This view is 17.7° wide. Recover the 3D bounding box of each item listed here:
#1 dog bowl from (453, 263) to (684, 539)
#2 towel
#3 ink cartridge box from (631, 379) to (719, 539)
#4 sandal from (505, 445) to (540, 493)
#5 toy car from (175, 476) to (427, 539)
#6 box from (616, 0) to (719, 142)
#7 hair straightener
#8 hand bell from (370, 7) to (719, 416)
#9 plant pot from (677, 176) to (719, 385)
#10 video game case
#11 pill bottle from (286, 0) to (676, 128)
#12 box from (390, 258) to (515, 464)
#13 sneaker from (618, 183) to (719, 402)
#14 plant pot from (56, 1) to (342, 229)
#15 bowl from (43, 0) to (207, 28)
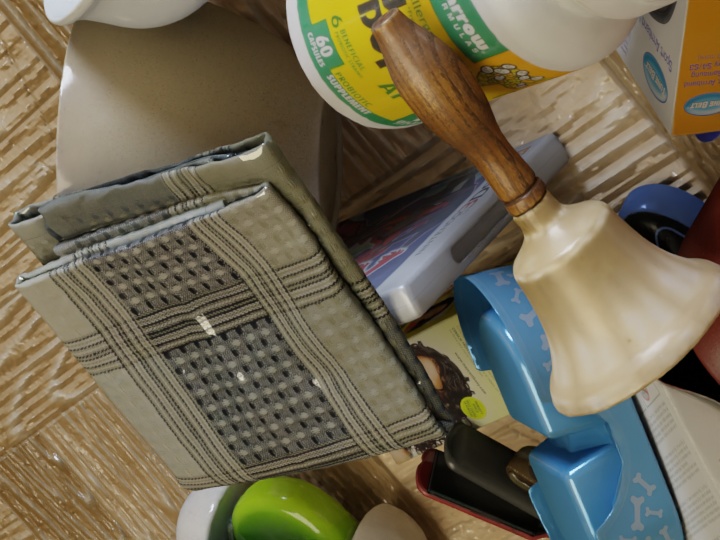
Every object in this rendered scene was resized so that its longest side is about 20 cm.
[{"bbox_3d":[0.112,0.084,1.225,0.201,0.049,0.111,66,170,-11],"label":"dog bowl"},{"bbox_3d":[-0.073,0.030,1.204,0.192,0.035,0.200,-14,119,38],"label":"towel"},{"bbox_3d":[0.174,0.097,1.213,0.163,0.057,0.201,105,143,-74],"label":"ink cartridge box"},{"bbox_3d":[0.179,0.135,1.333,0.199,0.055,0.082,23,168,-8],"label":"sandal"},{"bbox_3d":[-0.049,0.235,1.511,0.174,0.150,0.201,12,127,26],"label":"toy car"},{"bbox_3d":[0.155,-0.162,1.128,0.041,0.119,0.201,-5,126,-13],"label":"box"},{"bbox_3d":[0.135,0.144,1.375,0.199,0.041,0.077,29,138,-8],"label":"hair straightener"},{"bbox_3d":[0.071,-0.039,1.074,0.104,0.104,0.200,-27,111,42],"label":"hand bell"},{"bbox_3d":[0.256,-0.027,1.113,0.200,0.201,0.195,38,141,5],"label":"plant pot"},{"bbox_3d":[0.000,0.000,1.292,0.200,0.182,0.023,-22,105,41],"label":"video game case"},{"bbox_3d":[0.064,-0.140,1.097,0.200,0.113,0.113,-15,112,50],"label":"pill bottle"},{"bbox_3d":[0.076,0.046,1.367,0.200,0.050,0.075,-30,102,42],"label":"box"},{"bbox_3d":[0.194,0.050,1.273,0.070,0.078,0.200,-21,108,41],"label":"sneaker"},{"bbox_3d":[-0.082,-0.062,1.315,0.134,0.201,0.201,2,124,9],"label":"plant pot"},{"bbox_3d":[-0.087,-0.208,1.226,0.090,0.202,0.201,22,138,-21],"label":"bowl"}]
